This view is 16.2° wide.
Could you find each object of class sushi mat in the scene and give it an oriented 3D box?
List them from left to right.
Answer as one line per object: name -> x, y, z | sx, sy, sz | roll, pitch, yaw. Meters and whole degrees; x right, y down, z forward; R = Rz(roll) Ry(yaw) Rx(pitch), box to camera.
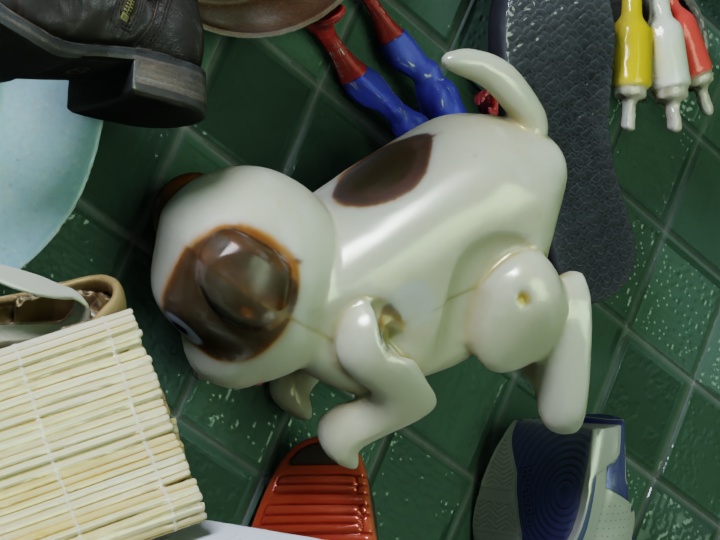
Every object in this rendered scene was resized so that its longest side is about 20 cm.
sushi mat -> -0.161, 0.086, 1.021 | 0.199, 0.012, 0.096 | -18, 78, -29

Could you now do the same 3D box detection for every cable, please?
cable -> 0.159, -0.177, 1.392 | 0.097, 0.050, 0.202 | -13, 98, -43

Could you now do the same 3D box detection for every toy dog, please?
toy dog -> 0.000, 0.000, 1.194 | 0.198, 0.140, 0.195 | -6, 124, -20

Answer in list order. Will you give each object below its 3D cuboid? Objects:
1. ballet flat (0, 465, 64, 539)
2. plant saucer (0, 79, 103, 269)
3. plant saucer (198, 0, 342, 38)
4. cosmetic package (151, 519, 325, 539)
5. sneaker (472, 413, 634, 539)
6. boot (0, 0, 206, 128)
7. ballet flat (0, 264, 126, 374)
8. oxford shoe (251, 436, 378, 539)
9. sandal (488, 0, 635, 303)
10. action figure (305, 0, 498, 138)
ballet flat -> -0.182, 0.108, 1.038 | 0.199, 0.072, 0.072 | -21, 103, -32
plant saucer -> -0.204, -0.085, 1.102 | 0.200, 0.039, 0.203 | 1, 89, -40
plant saucer -> -0.066, -0.212, 1.219 | 0.199, 0.034, 0.202 | 1, 88, -38
cosmetic package -> -0.114, 0.207, 1.068 | 0.164, 0.199, 0.166 | -22, 104, -38
sneaker -> 0.124, 0.174, 1.350 | 0.115, 0.080, 0.201 | 0, 96, -43
boot -> -0.129, -0.165, 1.105 | 0.199, 0.069, 0.176 | 19, 70, -49
ballet flat -> -0.188, 0.025, 1.060 | 0.199, 0.069, 0.063 | -1, 117, -34
oxford shoe -> -0.017, 0.183, 1.248 | 0.072, 0.071, 0.202 | 20, 72, -67
sandal -> 0.100, -0.079, 1.355 | 0.076, 0.043, 0.202 | -19, 111, -31
action figure -> 0.044, -0.065, 1.301 | 0.066, 0.051, 0.201 | -52, 122, -32
